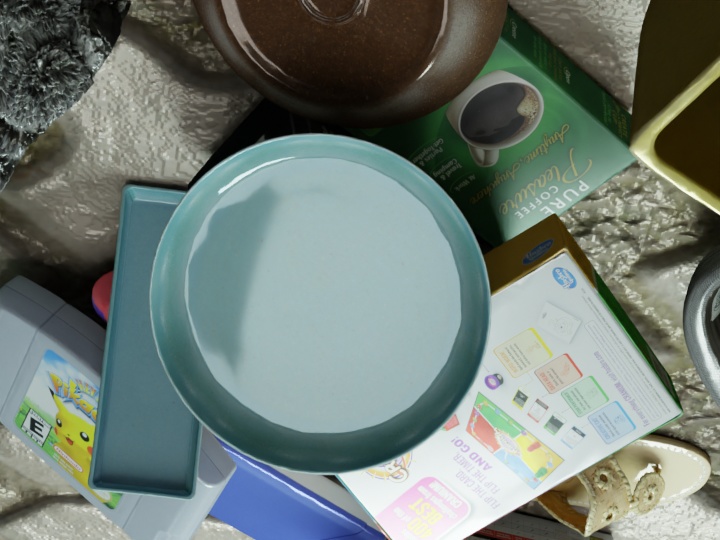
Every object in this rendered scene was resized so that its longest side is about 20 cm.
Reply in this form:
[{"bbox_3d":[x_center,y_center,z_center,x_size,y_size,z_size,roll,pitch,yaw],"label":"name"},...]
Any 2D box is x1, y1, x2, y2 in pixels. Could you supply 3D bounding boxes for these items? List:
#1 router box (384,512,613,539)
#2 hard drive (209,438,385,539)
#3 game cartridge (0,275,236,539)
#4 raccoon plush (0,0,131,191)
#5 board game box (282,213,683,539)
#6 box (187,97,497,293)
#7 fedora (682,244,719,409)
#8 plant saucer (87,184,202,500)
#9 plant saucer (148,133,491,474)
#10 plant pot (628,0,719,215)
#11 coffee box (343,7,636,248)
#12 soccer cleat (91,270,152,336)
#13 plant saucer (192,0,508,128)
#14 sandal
[{"bbox_3d":[0.090,0.251,1.642,0.198,0.180,0.049,15,130,-11],"label":"router box"},{"bbox_3d":[-0.092,0.147,1.621,0.199,0.026,0.132,33,152,-25],"label":"hard drive"},{"bbox_3d":[-0.179,0.099,1.537,0.200,0.040,0.134,40,138,6],"label":"game cartridge"},{"bbox_3d":[-0.227,-0.135,1.325,0.133,0.097,0.201,32,88,-21],"label":"raccoon plush"},{"bbox_3d":[0.073,0.076,1.378,0.199,0.040,0.153,-30,122,12],"label":"board game box"},{"bbox_3d":[0.000,0.000,1.430,0.199,0.148,0.104,35,113,-25],"label":"box"},{"bbox_3d":[0.306,0.041,1.484,0.176,0.090,0.201,-18,114,49],"label":"fedora"},{"bbox_3d":[-0.131,0.046,1.476,0.069,0.202,0.019,6,169,-4],"label":"plant saucer"},{"bbox_3d":[-0.023,0.018,1.312,0.198,0.027,0.202,1,103,6],"label":"plant saucer"},{"bbox_3d":[0.274,-0.142,1.270,0.195,0.201,0.194,29,126,-24],"label":"plant pot"},{"bbox_3d":[0.066,-0.105,1.414,0.199,0.044,0.123,36,123,-26],"label":"coffee box"},{"bbox_3d":[-0.086,0.044,1.542,0.198,0.067,0.077,7,136,-9],"label":"soccer cleat"},{"bbox_3d":[-0.013,-0.168,1.324,0.198,0.037,0.202,7,119,12],"label":"plant saucer"},{"bbox_3d":[0.150,0.162,1.633,0.210,0.070,0.078,8,132,-6],"label":"sandal"}]
